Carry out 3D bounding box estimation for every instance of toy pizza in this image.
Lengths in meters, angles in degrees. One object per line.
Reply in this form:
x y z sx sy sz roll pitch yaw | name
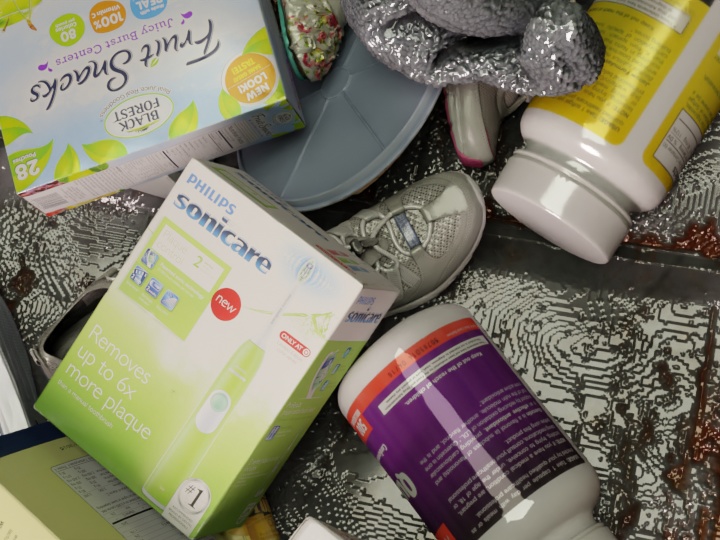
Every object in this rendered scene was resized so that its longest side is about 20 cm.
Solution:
-0.009 -0.127 1.223 0.200 0.032 0.201 -24 48 31 | toy pizza

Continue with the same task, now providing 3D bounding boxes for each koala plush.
0.065 -0.234 1.086 0.183 0.200 0.178 0 54 10 | koala plush

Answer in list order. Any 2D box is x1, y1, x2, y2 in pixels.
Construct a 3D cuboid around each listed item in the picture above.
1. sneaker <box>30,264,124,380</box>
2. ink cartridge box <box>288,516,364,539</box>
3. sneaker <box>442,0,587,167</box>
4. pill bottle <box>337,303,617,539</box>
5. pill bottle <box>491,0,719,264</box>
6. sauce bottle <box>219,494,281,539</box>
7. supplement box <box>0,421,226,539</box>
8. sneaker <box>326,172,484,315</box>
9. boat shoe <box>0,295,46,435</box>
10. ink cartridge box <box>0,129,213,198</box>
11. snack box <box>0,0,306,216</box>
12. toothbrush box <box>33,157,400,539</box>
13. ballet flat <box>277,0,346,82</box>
-0.148 0.022 1.223 0.200 0.082 0.075 -41 72 0 | sneaker
0.003 0.263 1.071 0.146 0.200 0.146 34 85 17 | ink cartridge box
0.116 -0.167 1.214 0.088 0.081 0.201 13 80 16 | sneaker
0.081 0.127 1.133 0.112 0.112 0.200 -38 72 1 | pill bottle
0.181 -0.113 1.170 0.114 0.114 0.201 31 84 17 | pill bottle
-0.104 0.147 1.193 0.064 0.065 0.201 -23 74 6 | sauce bottle
-0.194 0.240 1.120 0.200 0.134 0.201 38 111 18 | supplement box
0.000 0.000 1.185 0.200 0.082 0.075 -36 74 6 | sneaker
-0.271 0.093 1.239 0.062 0.072 0.201 -22 76 3 | boat shoe
-0.163 -0.169 1.273 0.144 0.085 0.201 16 79 15 | ink cartridge box
-0.157 -0.151 1.188 0.199 0.068 0.170 -18 74 8 | snack box
-0.094 0.051 1.117 0.145 0.086 0.200 37 98 16 | toothbrush box
-0.034 -0.224 1.238 0.064 0.076 0.201 -20 53 11 | ballet flat
